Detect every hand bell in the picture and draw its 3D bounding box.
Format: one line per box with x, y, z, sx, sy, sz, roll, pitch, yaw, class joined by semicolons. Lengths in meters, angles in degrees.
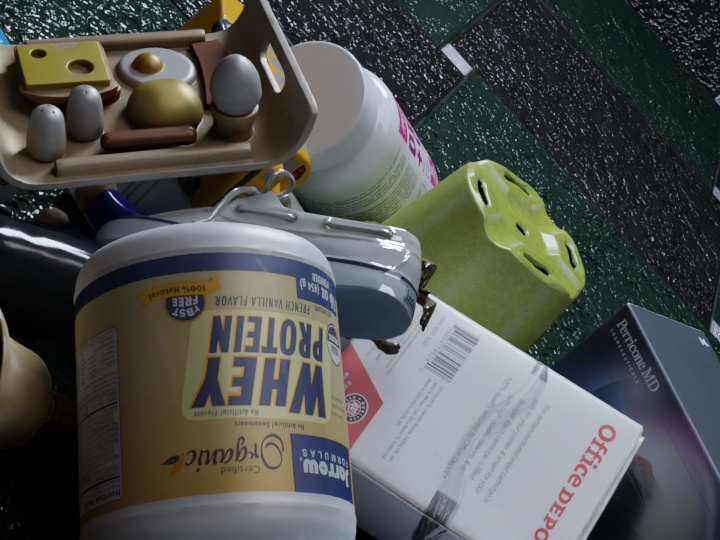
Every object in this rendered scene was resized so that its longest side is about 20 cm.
-0.174;0.081;0.812;0.200;0.104;0.105;32;27;-56;hand bell

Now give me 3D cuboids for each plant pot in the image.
0.069;0.020;1.126;0.200;0.184;0.201;37;28;-23;plant pot

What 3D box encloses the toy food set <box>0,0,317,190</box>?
-0.139;-0.123;0.884;0.198;0.061;0.144;-6;44;-19;toy food set

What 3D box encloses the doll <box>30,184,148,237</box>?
-0.123;0.027;0.916;0.200;0.136;0.049;49;-14;14;doll

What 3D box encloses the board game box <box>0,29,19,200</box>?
-0.287;-0.130;0.877;0.148;0.064;0.200;57;14;17;board game box

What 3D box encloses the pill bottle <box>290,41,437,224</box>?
-0.012;-0.097;1.166;0.114;0.113;0.200;61;5;24;pill bottle

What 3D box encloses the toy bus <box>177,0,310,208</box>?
-0.087;-0.108;0.998;0.078;0.065;0.201;35;26;-40;toy bus

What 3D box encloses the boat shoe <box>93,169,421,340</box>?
-0.058;-0.020;0.874;0.075;0.199;0.087;83;18;-51;boat shoe

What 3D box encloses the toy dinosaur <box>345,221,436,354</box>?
0.000;0.000;0.941;0.100;0.059;0.200;20;34;17;toy dinosaur

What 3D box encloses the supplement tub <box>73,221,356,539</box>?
-0.077;0.091;0.754;0.144;0.143;0.202;16;61;-47;supplement tub

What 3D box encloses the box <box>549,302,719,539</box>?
0.208;0.169;1.124;0.123;0.198;0.201;20;37;-44;box

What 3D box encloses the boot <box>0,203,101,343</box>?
-0.199;-0.026;0.778;0.167;0.199;0.077;24;62;-35;boot

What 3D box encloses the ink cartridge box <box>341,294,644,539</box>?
0.067;0.123;0.968;0.199;0.083;0.147;32;57;12;ink cartridge box

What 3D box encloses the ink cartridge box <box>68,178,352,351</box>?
-0.094;-0.008;1.024;0.201;0.084;0.145;56;25;15;ink cartridge box
